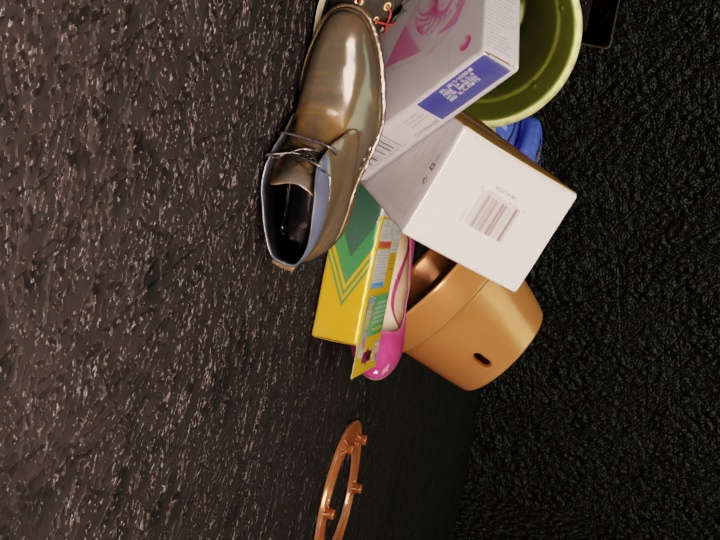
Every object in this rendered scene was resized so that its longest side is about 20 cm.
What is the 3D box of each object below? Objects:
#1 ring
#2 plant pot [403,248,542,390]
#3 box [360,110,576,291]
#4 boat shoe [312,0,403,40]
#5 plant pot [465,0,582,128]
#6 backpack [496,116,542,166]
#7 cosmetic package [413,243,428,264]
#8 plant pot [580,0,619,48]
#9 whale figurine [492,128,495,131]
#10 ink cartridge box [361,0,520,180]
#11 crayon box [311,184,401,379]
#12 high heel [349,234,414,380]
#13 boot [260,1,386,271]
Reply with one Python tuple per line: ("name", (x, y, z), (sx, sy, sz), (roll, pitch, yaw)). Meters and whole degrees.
("ring", (-0.023, 0.289, 1.416), (0.200, 0.019, 0.203), (11, 90, -79))
("plant pot", (0.128, 0.049, 1.378), (0.200, 0.140, 0.200), (-44, -170, 9))
("box", (0.075, -0.084, 0.972), (0.098, 0.123, 0.200), (-58, -153, 12))
("boat shoe", (0.003, -0.220, 0.904), (0.074, 0.062, 0.204), (-4, 107, -81))
("plant pot", (0.130, -0.277, 1.236), (0.190, 0.197, 0.203), (-84, -178, -70))
("backpack", (0.149, -0.158, 1.445), (0.164, 0.165, 0.202), (-75, 165, -44))
("cosmetic package", (0.144, -0.011, 1.552), (0.199, 0.052, 0.152), (-30, -156, 40))
("plant pot", (0.488, -0.632, 2.616), (0.178, 0.197, 0.203), (-81, -179, -79))
("whale figurine", (0.101, -0.146, 1.294), (0.104, 0.158, 0.201), (-48, -170, 52))
("ink cartridge box", (0.054, -0.201, 0.920), (0.196, 0.043, 0.202), (-33, -136, 48))
("crayon box", (0.000, 0.000, 1.142), (0.126, 0.051, 0.203), (-5, 106, -78))
("high heel", (0.031, 0.022, 1.252), (0.097, 0.066, 0.201), (105, 1, -47))
("boot", (-0.027, -0.095, 0.848), (0.097, 0.074, 0.203), (-58, 159, -67))
